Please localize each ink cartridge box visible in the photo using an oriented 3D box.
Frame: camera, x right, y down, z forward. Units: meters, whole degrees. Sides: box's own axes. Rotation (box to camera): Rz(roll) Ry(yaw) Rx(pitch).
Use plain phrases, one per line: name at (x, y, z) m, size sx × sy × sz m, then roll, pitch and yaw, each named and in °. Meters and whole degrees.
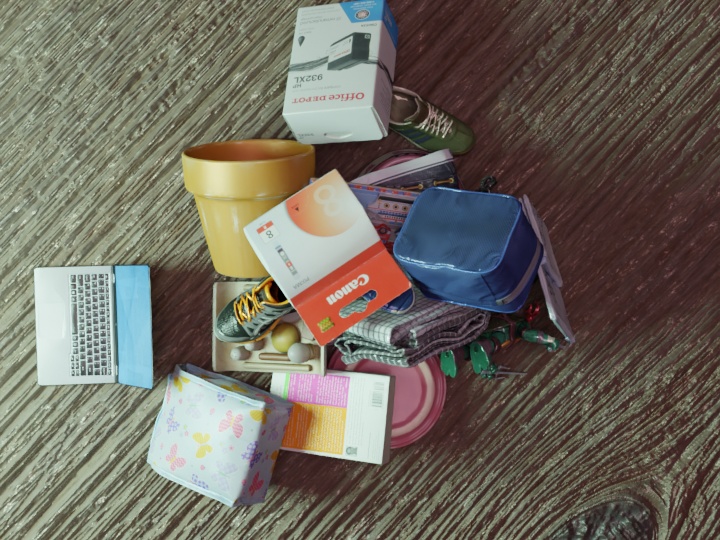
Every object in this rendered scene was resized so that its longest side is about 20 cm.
ink cartridge box at (-0.048, -0.020, 1.434) m, size 0.162 × 0.050 × 0.200 m, roll -33°, pitch 71°, yaw -6°
ink cartridge box at (-0.028, -0.301, 1.543) m, size 0.144 × 0.084 × 0.201 m, roll -2°, pitch 64°, yaw 17°

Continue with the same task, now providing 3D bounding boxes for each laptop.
laptop at (-0.413, 0.086, 1.568) m, size 0.199 × 0.116 × 0.188 m, roll -2°, pitch 91°, yaw -3°

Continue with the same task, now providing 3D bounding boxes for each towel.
towel at (0.073, 0.082, 1.536) m, size 0.199 × 0.165 × 0.086 m, roll -24°, pitch 111°, yaw -37°

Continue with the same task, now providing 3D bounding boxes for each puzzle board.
puzzle board at (0.013, -0.058, 1.536) m, size 0.199 × 0.017 × 0.151 m, roll 7°, pitch 123°, yaw -4°

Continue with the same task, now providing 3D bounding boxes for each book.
book at (-0.048, 0.220, 1.585) m, size 0.199 × 0.048 × 0.134 m, roll 5°, pitch 88°, yaw 24°

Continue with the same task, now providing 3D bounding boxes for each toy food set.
toy food set at (-0.141, 0.089, 1.582) m, size 0.199 × 0.060 × 0.144 m, roll 0°, pitch 91°, yaw 23°

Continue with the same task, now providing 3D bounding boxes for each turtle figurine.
turtle figurine at (0.225, 0.118, 1.609) m, size 0.199 × 0.150 × 0.101 m, roll -12°, pitch 70°, yaw -41°

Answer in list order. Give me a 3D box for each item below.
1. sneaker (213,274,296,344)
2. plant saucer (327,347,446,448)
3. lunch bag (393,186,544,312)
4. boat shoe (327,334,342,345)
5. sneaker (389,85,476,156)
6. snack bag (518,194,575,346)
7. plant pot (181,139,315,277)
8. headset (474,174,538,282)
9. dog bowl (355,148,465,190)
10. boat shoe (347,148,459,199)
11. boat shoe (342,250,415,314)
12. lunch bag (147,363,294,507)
sneaker at (-0.143, 0.046, 1.525) m, size 0.199 × 0.077 × 0.079 m, roll -30°, pitch 70°, yaw 18°
plant saucer at (0.041, 0.188, 1.630) m, size 0.199 × 0.051 × 0.202 m, roll 0°, pitch 91°, yaw -4°
lunch bag at (0.151, -0.024, 1.451) m, size 0.199 × 0.132 × 0.136 m, roll 12°, pitch 64°, yaw 36°
boat shoe at (-0.061, 0.020, 1.612) m, size 0.073 × 0.067 × 0.201 m, roll -6°, pitch 91°, yaw -3°
sneaker at (0.092, -0.237, 1.605) m, size 0.199 × 0.090 × 0.067 m, roll 24°, pitch 89°, yaw -4°
snack bag at (0.287, 0.002, 1.548) m, size 0.021 × 0.189 × 0.201 m, roll -17°, pitch 70°, yaw 15°
plant pot at (-0.165, -0.093, 1.553) m, size 0.199 × 0.200 × 0.184 m, roll -2°, pitch 106°, yaw -3°
headset at (0.218, -0.058, 1.577) m, size 0.094 × 0.123 × 0.200 m, roll -50°, pitch 130°, yaw -5°
dog bowl at (0.080, -0.095, 1.616) m, size 0.199 × 0.074 × 0.201 m, roll 0°, pitch 91°, yaw -4°
boat shoe at (0.057, -0.112, 1.542) m, size 0.199 × 0.071 × 0.091 m, roll -19°, pitch 91°, yaw -4°
boat shoe at (0.000, 0.000, 1.491) m, size 0.200 × 0.072 × 0.072 m, roll 40°, pitch 75°, yaw 17°
lunch bag at (-0.225, 0.249, 1.577) m, size 0.199 × 0.127 × 0.171 m, roll 16°, pitch 89°, yaw 23°
